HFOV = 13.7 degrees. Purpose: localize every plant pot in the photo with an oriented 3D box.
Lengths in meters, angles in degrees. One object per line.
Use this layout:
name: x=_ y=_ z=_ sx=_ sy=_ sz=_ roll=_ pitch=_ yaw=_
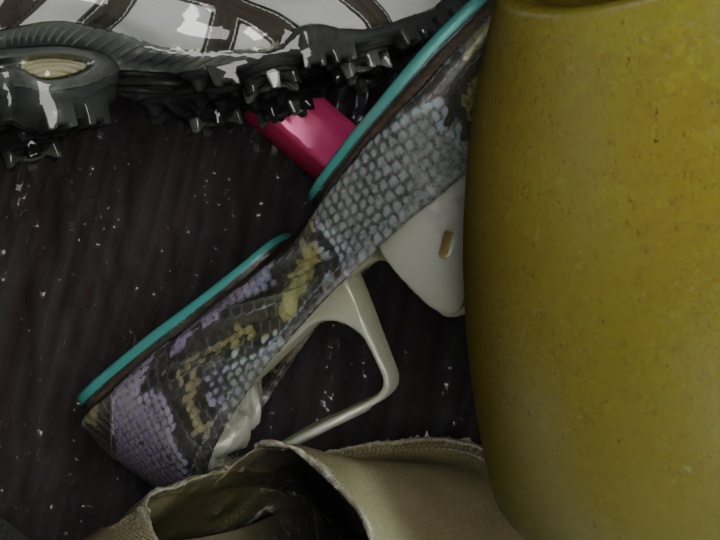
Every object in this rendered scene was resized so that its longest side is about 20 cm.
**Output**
plant pot: x=0.108 y=-0.031 z=0.835 sx=0.199 sy=0.200 sz=0.143 roll=-26 pitch=111 yaw=-13

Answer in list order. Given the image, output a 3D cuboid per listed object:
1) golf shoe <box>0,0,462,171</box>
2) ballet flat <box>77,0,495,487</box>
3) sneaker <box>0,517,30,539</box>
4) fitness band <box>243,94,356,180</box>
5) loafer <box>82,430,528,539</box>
golf shoe: x=-0.059 y=-0.087 z=0.885 sx=0.199 sy=0.078 sz=0.095 roll=-10 pitch=81 yaw=-33
ballet flat: x=0.000 y=0.000 z=0.914 sx=0.072 sy=0.072 sz=0.200 roll=43 pitch=108 yaw=-6
sneaker: x=-0.085 y=0.138 z=0.921 sx=0.200 sy=0.070 sz=0.081 roll=27 pitch=97 yaw=-3
fitness band: x=0.016 y=-0.098 z=0.969 sx=0.200 sy=0.037 sz=0.144 roll=41 pitch=79 yaw=-6
loafer: x=-0.009 y=0.089 z=0.894 sx=0.199 sy=0.068 sz=0.076 roll=-16 pitch=62 yaw=-45
